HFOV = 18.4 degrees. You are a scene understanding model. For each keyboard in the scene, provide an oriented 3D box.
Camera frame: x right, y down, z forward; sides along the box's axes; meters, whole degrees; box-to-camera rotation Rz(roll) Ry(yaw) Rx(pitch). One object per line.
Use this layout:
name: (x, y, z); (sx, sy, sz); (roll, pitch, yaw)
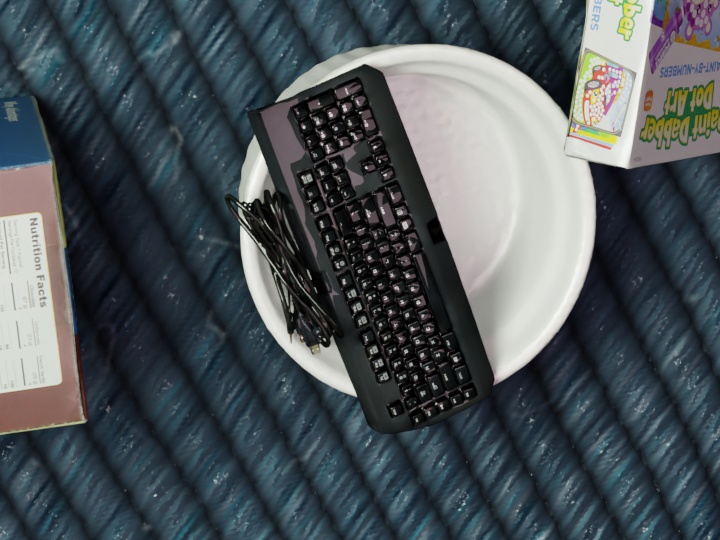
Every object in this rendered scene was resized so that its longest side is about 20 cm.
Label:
keyboard: (0.000, 0.000, 1.185); (0.104, 0.040, 0.201); (-24, 106, -6)

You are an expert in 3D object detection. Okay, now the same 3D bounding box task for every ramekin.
ramekin: (0.024, -0.033, 1.253); (0.199, 0.098, 0.202); (-3, 103, -11)

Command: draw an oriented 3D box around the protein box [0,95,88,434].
protein box: (-0.254, 0.001, 1.150); (0.199, 0.199, 0.136); (-7, 105, -10)

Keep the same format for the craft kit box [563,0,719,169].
craft kit box: (0.186, -0.162, 1.219); (0.048, 0.200, 0.199); (17, 106, 30)
